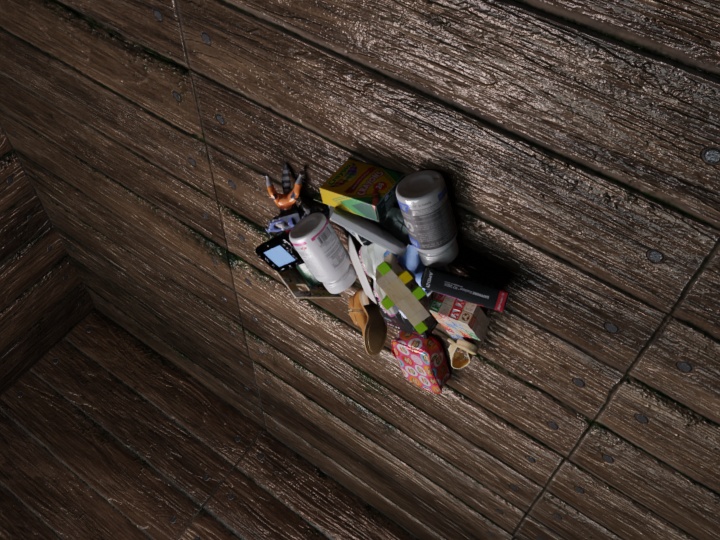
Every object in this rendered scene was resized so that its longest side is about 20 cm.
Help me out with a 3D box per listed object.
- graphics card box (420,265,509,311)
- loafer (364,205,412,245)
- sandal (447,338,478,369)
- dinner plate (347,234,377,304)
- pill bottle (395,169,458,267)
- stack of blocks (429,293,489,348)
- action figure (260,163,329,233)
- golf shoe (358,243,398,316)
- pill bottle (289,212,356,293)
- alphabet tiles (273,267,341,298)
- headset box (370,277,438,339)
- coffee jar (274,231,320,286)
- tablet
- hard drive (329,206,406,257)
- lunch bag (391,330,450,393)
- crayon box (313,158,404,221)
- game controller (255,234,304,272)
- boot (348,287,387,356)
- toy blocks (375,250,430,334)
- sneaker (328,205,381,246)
[{"bbox_3d":[0.238,0.040,1.538,0.196,0.052,0.125,18,-175,2],"label":"graphics card box"},{"bbox_3d":[0.083,-0.131,1.622,0.198,0.063,0.073,31,117,11],"label":"loafer"},{"bbox_3d":[0.262,0.227,1.755,0.076,0.071,0.212,24,173,2],"label":"sandal"},{"bbox_3d":[0.000,0.000,1.776,0.200,0.024,0.203,-24,-89,-90],"label":"dinner plate"},{"bbox_3d":[0.157,-0.113,1.493,0.112,0.114,0.202,13,138,38],"label":"pill bottle"},{"bbox_3d":[0.262,0.129,1.661,0.114,0.059,0.200,20,165,33],"label":"stack of blocks"},{"bbox_3d":[-0.170,-0.184,1.793,0.196,0.105,0.196,-8,125,-4],"label":"action figure"},{"bbox_3d":[0.067,0.021,1.677,0.075,0.090,0.203,-92,-21,-71],"label":"golf shoe"},{"bbox_3d":[-0.096,-0.043,1.761,0.112,0.114,0.201,3,134,46],"label":"pill bottle"},{"bbox_3d":[-0.168,0.024,1.981,0.200,0.165,0.008,48,125,42],"label":"alphabet tiles"},{"bbox_3d":[0.121,0.076,1.803,0.147,0.077,0.202,17,143,35],"label":"headset box"},{"bbox_3d":[-0.168,-0.060,1.926,0.084,0.105,0.201,-28,112,19],"label":"coffee jar"},{"bbox_3d":[0.133,0.016,1.676,0.131,0.014,0.201,52,129,17],"label":"tablet"},{"bbox_3d":[0.016,-0.103,1.609,0.198,0.027,0.132,28,-165,-11],"label":"hard drive"},{"bbox_3d":[0.171,0.267,1.978,0.174,0.082,0.202,16,141,37],"label":"lunch bag"},{"bbox_3d":[-0.007,-0.196,1.559,0.197,0.127,0.051,19,143,31],"label":"crayon box"},{"bbox_3d":[-0.225,-0.046,1.863,0.105,0.042,0.199,51,149,-14],"label":"game controller"},{"bbox_3d":[0.009,0.154,1.948,0.155,0.075,0.204,156,108,-63],"label":"boot"},{"bbox_3d":[0.102,0.037,1.598,0.099,0.137,0.201,-36,108,17],"label":"toy blocks"},{"bbox_3d":[-0.011,-0.131,1.718,0.201,0.077,0.086,50,166,-9],"label":"sneaker"}]
